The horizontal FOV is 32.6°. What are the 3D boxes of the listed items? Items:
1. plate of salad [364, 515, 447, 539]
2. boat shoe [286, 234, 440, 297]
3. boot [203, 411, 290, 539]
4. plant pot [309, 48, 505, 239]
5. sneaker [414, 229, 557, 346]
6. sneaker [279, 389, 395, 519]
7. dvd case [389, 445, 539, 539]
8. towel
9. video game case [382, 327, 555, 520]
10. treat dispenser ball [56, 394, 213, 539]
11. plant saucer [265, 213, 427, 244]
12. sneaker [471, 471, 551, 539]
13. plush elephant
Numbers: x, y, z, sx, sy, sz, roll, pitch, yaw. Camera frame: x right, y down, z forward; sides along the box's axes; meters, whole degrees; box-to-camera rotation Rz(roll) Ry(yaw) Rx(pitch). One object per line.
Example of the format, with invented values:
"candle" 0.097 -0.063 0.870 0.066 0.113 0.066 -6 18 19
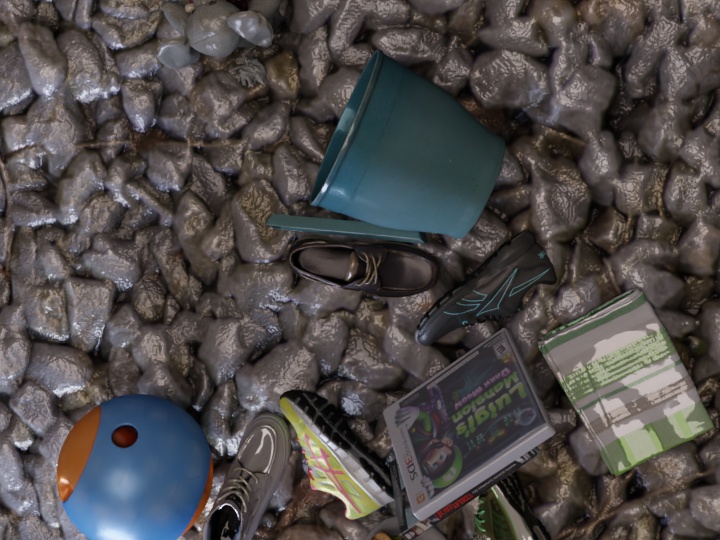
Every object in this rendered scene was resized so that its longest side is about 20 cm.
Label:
"plate of salad" 0.073 0.406 1.546 0.048 0.200 0.201 -27 93 43
"boat shoe" 0.000 0.000 1.558 0.199 0.073 0.075 4 99 11
"boot" -0.150 0.289 1.619 0.073 0.096 0.201 19 101 8
"plant pot" 0.063 -0.134 1.476 0.187 0.200 0.201 23 102 -9
"sneaker" 0.154 0.038 1.533 0.200 0.075 0.079 -40 91 14
"sneaker" -0.045 0.244 1.603 0.090 0.078 0.200 -42 87 21
"dvd case" 0.125 0.235 1.535 0.200 0.146 0.022 -38 115 15
"towel" 0.331 0.141 1.535 0.149 0.031 0.201 -29 92 15
"video game case" 0.128 0.186 1.517 0.200 0.182 0.023 -36 127 14
"treat dispenser ball" -0.290 0.261 1.588 0.200 0.201 0.202 2 99 11
"plant saucer" -0.017 -0.053 1.557 0.199 0.070 0.019 5 88 10
"sneaker" 0.171 0.316 1.575 0.088 0.077 0.201 -28 90 22
"plush elephant" -0.174 -0.318 1.503 0.164 0.155 0.201 -16 94 13
